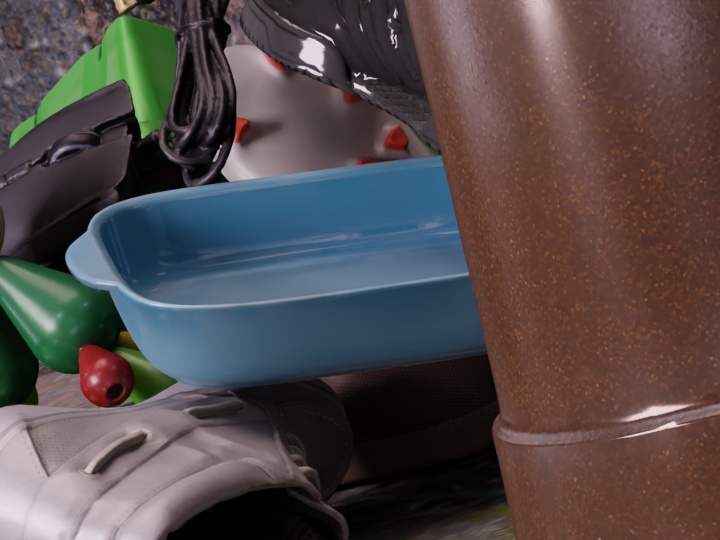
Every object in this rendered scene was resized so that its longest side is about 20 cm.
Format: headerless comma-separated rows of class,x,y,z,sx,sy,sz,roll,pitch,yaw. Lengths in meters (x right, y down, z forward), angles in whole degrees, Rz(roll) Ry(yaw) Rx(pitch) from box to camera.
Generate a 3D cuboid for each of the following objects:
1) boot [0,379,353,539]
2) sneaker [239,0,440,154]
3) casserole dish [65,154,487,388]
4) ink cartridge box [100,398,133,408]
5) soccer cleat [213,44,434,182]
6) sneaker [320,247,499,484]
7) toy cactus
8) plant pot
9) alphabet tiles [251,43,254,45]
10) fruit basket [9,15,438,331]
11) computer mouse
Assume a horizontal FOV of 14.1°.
boot,-0.040,0.078,0.947,0.095,0.074,0.200,19,16,32
sneaker,0.042,-0.096,1.009,0.060,0.105,0.200,8,18,-44
casserole dish,0.000,0.000,0.988,0.199,0.039,0.121,-9,22,-13
ink cartridge box,-0.054,-0.002,1.581,0.145,0.088,0.200,-17,4,22
soccer cleat,0.018,-0.016,1.110,0.069,0.199,0.078,-60,0,-24
sneaker,-0.034,0.048,1.091,0.199,0.076,0.070,-17,6,17
toy cactus,-0.149,0.020,1.053,0.199,0.166,0.102,10,36,40
plant pot,0.104,-0.031,0.785,0.199,0.199,0.200,-19,6,2
alphabet tiles,0.020,-0.046,1.324,0.166,0.200,0.006,-24,40,26
fruit basket,-0.038,0.008,1.208,0.155,0.216,0.215,-42,-9,37
computer mouse,-0.113,-0.056,1.116,0.046,0.141,0.200,23,-41,-27
